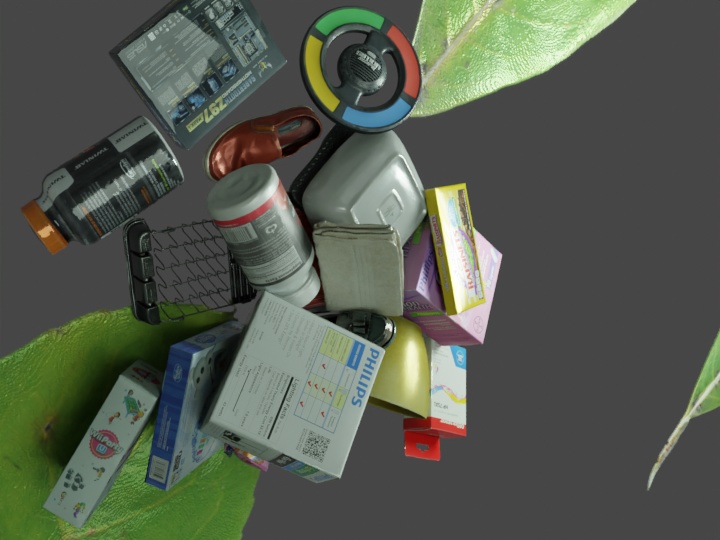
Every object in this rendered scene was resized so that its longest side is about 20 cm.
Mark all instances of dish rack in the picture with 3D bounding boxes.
[{"bbox_3d":[-0.241,-0.008,1.130,0.196,0.054,0.157,-14,114,-31],"label":"dish rack"}]

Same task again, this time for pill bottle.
[{"bbox_3d":[-0.131,-0.041,1.096,0.110,0.110,0.202,-37,126,-16],"label":"pill bottle"},{"bbox_3d":[-0.339,-0.106,0.999,0.199,0.106,0.108,-37,122,-17],"label":"pill bottle"}]

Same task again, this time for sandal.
[{"bbox_3d":[-0.042,-0.172,1.200,0.075,0.048,0.201,45,70,-5],"label":"sandal"}]

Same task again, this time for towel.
[{"bbox_3d":[0.000,0.000,1.157,0.129,0.035,0.202,4,141,8],"label":"towel"}]

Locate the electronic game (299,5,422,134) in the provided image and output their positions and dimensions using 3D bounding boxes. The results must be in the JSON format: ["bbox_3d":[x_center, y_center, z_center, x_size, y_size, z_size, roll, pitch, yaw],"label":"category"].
[{"bbox_3d":[0.003,-0.302,1.147,0.195,0.042,0.205,5,75,-19],"label":"electronic game"}]

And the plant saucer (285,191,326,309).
[{"bbox_3d":[-0.060,-0.030,1.228,0.196,0.037,0.205,-11,112,-30],"label":"plant saucer"}]

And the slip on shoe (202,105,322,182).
[{"bbox_3d":[-0.142,-0.188,1.128,0.197,0.061,0.075,-27,121,-21],"label":"slip on shoe"}]

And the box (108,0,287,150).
[{"bbox_3d":[-0.218,-0.292,1.049,0.200,0.051,0.159,-45,124,-13],"label":"box"}]

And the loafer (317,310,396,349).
[{"bbox_3d":[-0.036,0.101,1.214,0.063,0.197,0.073,35,57,-41],"label":"loafer"}]

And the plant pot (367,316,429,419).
[{"bbox_3d":[0.036,0.152,1.296,0.198,0.198,0.145,27,74,-36],"label":"plant pot"}]

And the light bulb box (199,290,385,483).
[{"bbox_3d":[-0.098,0.172,1.099,0.197,0.125,0.202,26,67,-9],"label":"light bulb box"}]

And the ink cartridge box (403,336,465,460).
[{"bbox_3d":[0.136,0.235,1.384,0.115,0.066,0.205,21,64,-46],"label":"ink cartridge box"}]

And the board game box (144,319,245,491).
[{"bbox_3d":[-0.236,0.191,1.134,0.199,0.042,0.205,-21,126,-73],"label":"board game box"}]

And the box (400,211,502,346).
[{"bbox_3d":[0.139,0.006,1.314,0.199,0.095,0.179,37,60,-35],"label":"box"}]

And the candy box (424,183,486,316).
[{"bbox_3d":[0.156,-0.036,1.247,0.101,0.026,0.205,-15,95,-50],"label":"candy box"}]

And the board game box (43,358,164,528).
[{"bbox_3d":[-0.351,0.238,1.081,0.063,0.148,0.203,31,89,-6],"label":"board game box"}]

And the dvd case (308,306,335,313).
[{"bbox_3d":[-0.034,-0.029,1.278,0.140,0.017,0.205,-4,107,-31],"label":"dvd case"}]

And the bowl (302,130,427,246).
[{"bbox_3d":[0.024,-0.102,1.184,0.201,0.074,0.201,-49,134,-20],"label":"bowl"}]

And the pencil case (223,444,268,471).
[{"bbox_3d":[-0.142,0.219,1.238,0.087,0.087,0.203,39,75,-36],"label":"pencil case"}]
